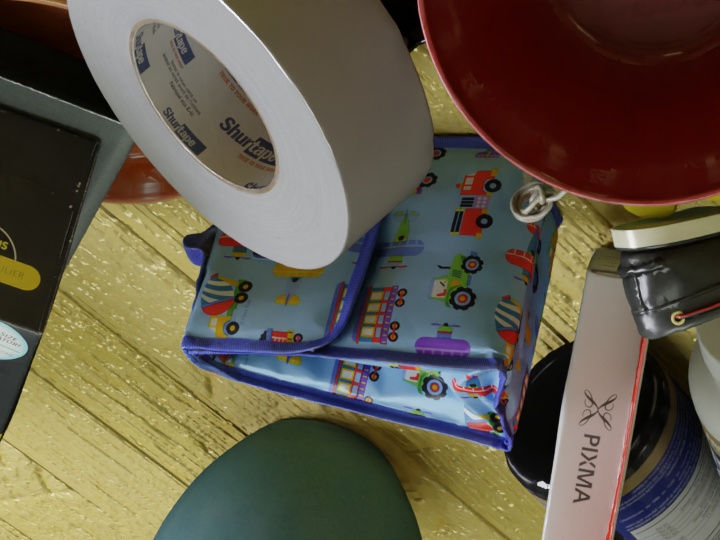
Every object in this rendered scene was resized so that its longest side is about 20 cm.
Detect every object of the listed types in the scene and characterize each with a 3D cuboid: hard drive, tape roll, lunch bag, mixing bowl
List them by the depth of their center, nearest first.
[{"bbox_3d":[0.129,-0.137,1.253,0.199,0.201,0.108,12,-166,4],"label":"mixing bowl"},{"bbox_3d":[-0.056,-0.100,1.395,0.200,0.066,0.201,38,154,22],"label":"tape roll"},{"bbox_3d":[0.000,0.000,1.545,0.199,0.151,0.094,8,150,11],"label":"lunch bag"},{"bbox_3d":[-0.208,-0.071,1.573,0.139,0.033,0.200,21,150,-10],"label":"hard drive"}]

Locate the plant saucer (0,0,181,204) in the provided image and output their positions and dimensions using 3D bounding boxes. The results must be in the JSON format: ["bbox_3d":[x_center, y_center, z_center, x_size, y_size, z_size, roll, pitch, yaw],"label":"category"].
[{"bbox_3d":[-0.164,-0.104,1.562,0.199,0.032,0.201,11,151,6],"label":"plant saucer"}]

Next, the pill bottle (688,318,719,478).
[{"bbox_3d":[0.249,0.076,1.604,0.111,0.111,0.200,2,148,21],"label":"pill bottle"}]

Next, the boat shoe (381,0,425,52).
[{"bbox_3d":[0.003,-0.136,1.399,0.073,0.065,0.200,29,148,-24],"label":"boat shoe"}]

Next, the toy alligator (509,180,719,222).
[{"bbox_3d":[0.138,-0.063,1.410,0.200,0.060,0.054,-14,140,42],"label":"toy alligator"}]

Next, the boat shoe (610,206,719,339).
[{"bbox_3d":[0.227,-0.013,1.434,0.201,0.063,0.074,-14,-175,-14],"label":"boat shoe"}]

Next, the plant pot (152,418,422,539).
[{"bbox_3d":[-0.040,0.181,1.888,0.199,0.135,0.200,11,150,6],"label":"plant pot"}]

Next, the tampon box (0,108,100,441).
[{"bbox_3d":[-0.246,0.002,1.553,0.149,0.127,0.200,18,150,-7],"label":"tampon box"}]

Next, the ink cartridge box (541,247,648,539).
[{"bbox_3d":[0.128,0.098,1.543,0.043,0.201,0.174,10,-171,7],"label":"ink cartridge box"}]

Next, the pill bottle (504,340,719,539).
[{"bbox_3d":[0.181,0.135,1.734,0.111,0.112,0.200,-8,144,34],"label":"pill bottle"}]
